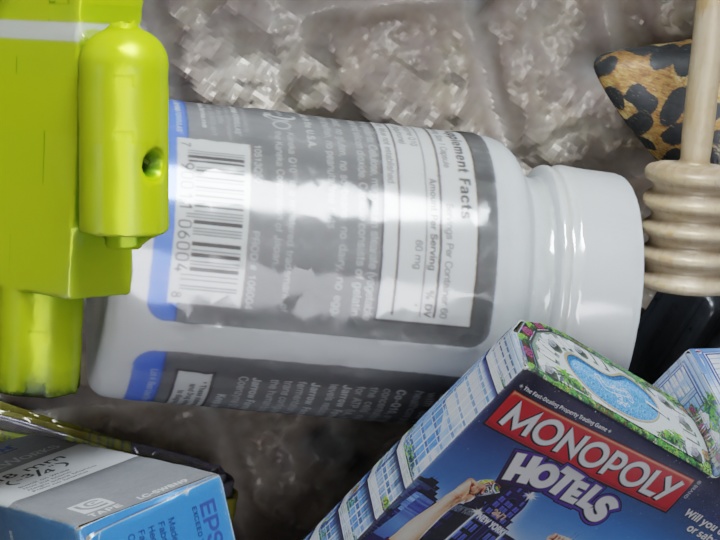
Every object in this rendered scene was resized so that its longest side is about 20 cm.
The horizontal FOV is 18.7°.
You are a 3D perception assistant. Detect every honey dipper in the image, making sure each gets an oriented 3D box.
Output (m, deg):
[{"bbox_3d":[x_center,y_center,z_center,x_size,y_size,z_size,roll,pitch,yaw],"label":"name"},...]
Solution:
[{"bbox_3d":[0.131,-0.092,0.814,0.038,0.038,0.201,4,100,-11],"label":"honey dipper"}]

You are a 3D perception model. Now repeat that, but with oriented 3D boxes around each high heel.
[{"bbox_3d":[0.192,-0.036,0.836,0.199,0.143,0.072,21,101,-16],"label":"high heel"}]

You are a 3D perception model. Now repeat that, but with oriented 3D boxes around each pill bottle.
[{"bbox_3d":[0.000,0.000,0.835,0.199,0.114,0.114,6,108,-12],"label":"pill bottle"}]

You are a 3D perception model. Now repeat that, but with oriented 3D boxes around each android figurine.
[{"bbox_3d":[-0.133,-0.059,0.774,0.041,0.181,0.201,-7,104,-50],"label":"android figurine"}]

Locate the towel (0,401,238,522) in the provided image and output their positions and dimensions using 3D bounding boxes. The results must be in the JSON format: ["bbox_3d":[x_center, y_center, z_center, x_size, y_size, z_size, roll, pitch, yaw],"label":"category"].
[{"bbox_3d":[-0.137,0.152,0.903,0.143,0.023,0.201,13,107,-2],"label":"towel"}]

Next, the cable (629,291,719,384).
[{"bbox_3d":[0.167,0.081,0.932,0.163,0.051,0.201,25,101,-22],"label":"cable"}]

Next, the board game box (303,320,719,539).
[{"bbox_3d":[0.091,0.091,0.816,0.199,0.062,0.200,30,112,-32],"label":"board game box"}]

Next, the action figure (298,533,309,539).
[{"bbox_3d":[0.037,0.117,0.894,0.200,0.055,0.118,-37,123,19],"label":"action figure"}]

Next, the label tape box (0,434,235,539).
[{"bbox_3d":[-0.116,0.140,0.830,0.063,0.199,0.145,-21,105,-35],"label":"label tape box"}]

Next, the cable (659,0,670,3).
[{"bbox_3d":[0.124,-0.200,0.834,0.096,0.050,0.201,-9,99,7],"label":"cable"}]
